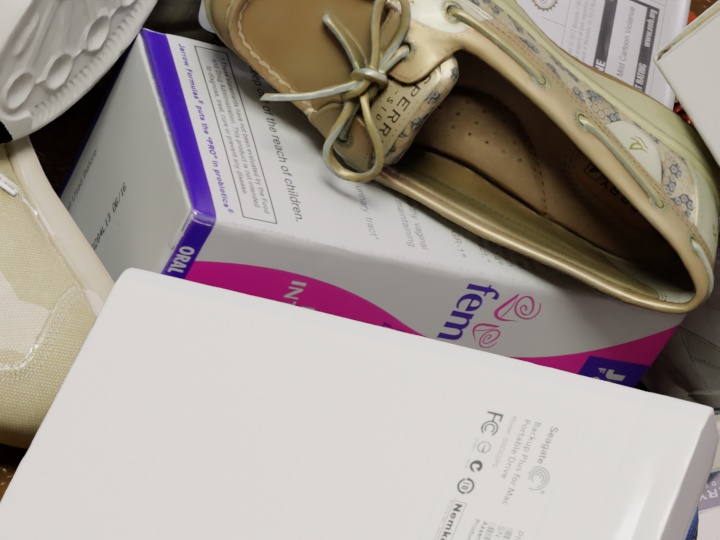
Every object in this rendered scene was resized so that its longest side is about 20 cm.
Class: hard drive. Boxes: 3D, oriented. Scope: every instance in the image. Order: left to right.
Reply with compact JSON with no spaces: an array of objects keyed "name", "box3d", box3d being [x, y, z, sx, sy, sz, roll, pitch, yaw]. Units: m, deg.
[{"name":"hard drive","box3d":[-0.009,0.077,0.773,0.199,0.026,0.132,13,61,24]}]

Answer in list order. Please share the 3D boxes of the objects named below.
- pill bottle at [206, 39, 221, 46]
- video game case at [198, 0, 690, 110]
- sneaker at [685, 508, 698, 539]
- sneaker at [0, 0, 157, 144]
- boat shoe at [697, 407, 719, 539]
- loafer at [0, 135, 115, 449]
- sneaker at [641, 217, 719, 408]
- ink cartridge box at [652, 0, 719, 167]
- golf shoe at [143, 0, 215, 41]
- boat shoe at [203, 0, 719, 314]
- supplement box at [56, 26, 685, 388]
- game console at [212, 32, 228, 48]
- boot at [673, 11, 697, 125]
[{"name":"pill bottle","box3d":[-0.105,-0.176,1.078,0.199,0.110,0.110,36,34,8]},{"name":"video game case","box3d":[0.045,-0.150,0.962,0.181,0.023,0.201,19,69,-19]},{"name":"sneaker","box3d":[0.017,0.092,0.816,0.199,0.085,0.077,-9,53,-19]},{"name":"sneaker","box3d":[-0.130,-0.152,0.895,0.146,0.081,0.201,25,73,19]},{"name":"boat shoe","box3d":[0.097,0.092,0.934,0.198,0.093,0.075,-7,74,-9]},{"name":"loafer","box3d":[-0.146,-0.020,0.877,0.068,0.076,0.200,-7,49,-50]},{"name":"sneaker","box3d":[0.123,-0.003,1.039,0.200,0.100,0.075,41,37,18]},{"name":"ink cartridge box","box3d":[0.206,-0.020,0.939,0.200,0.087,0.146,28,29,-58]},{"name":"golf shoe","box3d":[-0.090,-0.121,0.966,0.199,0.092,0.076,-21,81,-7]},{"name":"boat shoe","box3d":[0.038,-0.052,0.879,0.199,0.073,0.063,25,33,-11]},{"name":"supplement box","box3d":[0.000,0.000,0.939,0.199,0.102,0.104,10,39,-27]},{"name":"game console","box3d":[0.016,-0.174,0.980,0.176,0.031,0.202,1,74,-30]},{"name":"boot","box3d":[0.141,-0.069,1.086,0.200,0.075,0.107,36,-1,-26]}]
